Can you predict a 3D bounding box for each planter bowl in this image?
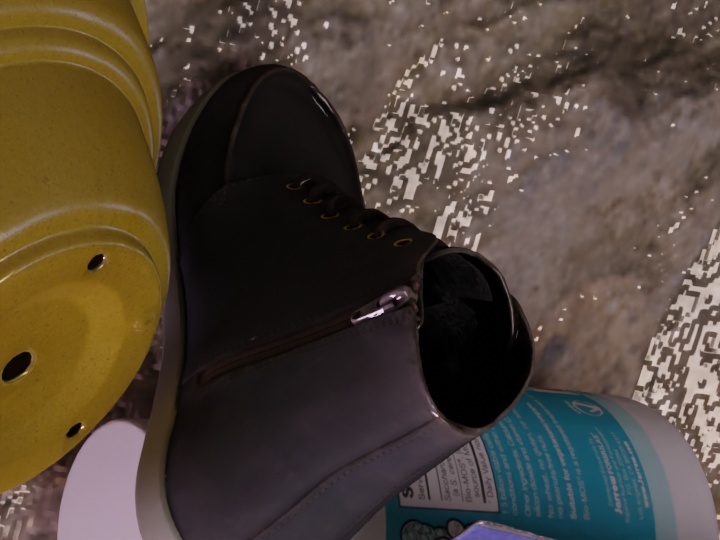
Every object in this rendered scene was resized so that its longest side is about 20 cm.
[{"bbox_3d":[-0.113,0.004,0.792,0.200,0.083,0.200,-33,148,-23],"label":"planter bowl"}]

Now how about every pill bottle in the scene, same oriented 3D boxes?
[{"bbox_3d":[0.008,0.088,0.935,0.200,0.111,0.111,6,106,-34],"label":"pill bottle"}]

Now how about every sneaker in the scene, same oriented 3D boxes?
[{"bbox_3d":[0.000,0.000,0.834,0.106,0.200,0.075,-34,127,30],"label":"sneaker"}]

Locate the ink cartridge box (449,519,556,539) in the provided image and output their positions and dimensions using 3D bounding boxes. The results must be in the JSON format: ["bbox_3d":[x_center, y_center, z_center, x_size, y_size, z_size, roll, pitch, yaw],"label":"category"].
[{"bbox_3d":[0.042,0.155,0.910,0.200,0.047,0.198,14,138,-44],"label":"ink cartridge box"}]
